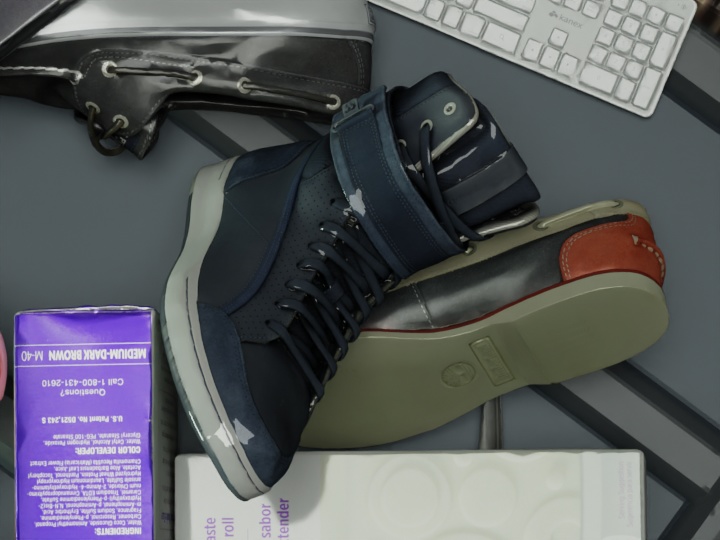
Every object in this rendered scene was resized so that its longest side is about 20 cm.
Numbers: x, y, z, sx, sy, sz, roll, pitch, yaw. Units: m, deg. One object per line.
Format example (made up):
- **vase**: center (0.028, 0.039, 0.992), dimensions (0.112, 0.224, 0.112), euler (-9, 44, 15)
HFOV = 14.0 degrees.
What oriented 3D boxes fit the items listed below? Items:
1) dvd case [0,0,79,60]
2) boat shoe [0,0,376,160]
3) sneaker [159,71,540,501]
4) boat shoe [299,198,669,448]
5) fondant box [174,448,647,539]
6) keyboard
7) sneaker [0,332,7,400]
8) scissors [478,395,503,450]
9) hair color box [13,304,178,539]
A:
- **dvd case**: center (-0.168, -0.196, 1.262), dimensions (0.149, 0.016, 0.200), euler (-37, 70, -4)
- **boat shoe**: center (-0.092, -0.081, 1.275), dimensions (0.199, 0.070, 0.067), euler (-2, 83, -7)
- **sneaker**: center (-0.001, -0.002, 1.191), dimensions (0.146, 0.203, 0.077), euler (-19, 126, 16)
- **boat shoe**: center (0.035, 0.021, 1.261), dimensions (0.199, 0.071, 0.063), euler (-17, 47, 12)
- **fondant box**: center (0.022, 0.150, 1.240), dimensions (0.199, 0.058, 0.145), euler (-1, 83, 5)
- **keyboard**: center (0.048, -0.132, 1.302), dimensions (0.199, 0.011, 0.056), euler (23, 85, 3)
- **sneaker**: center (-0.212, 0.084, 1.258), dimensions (0.079, 0.095, 0.200), euler (20, 108, -25)
- **scissors**: center (0.059, 0.145, 1.275), dimensions (0.073, 0.014, 0.201), euler (17, 84, 5)
- **hair color box**: center (-0.110, 0.120, 1.230), dimensions (0.065, 0.109, 0.201), euler (-2, 84, 1)
